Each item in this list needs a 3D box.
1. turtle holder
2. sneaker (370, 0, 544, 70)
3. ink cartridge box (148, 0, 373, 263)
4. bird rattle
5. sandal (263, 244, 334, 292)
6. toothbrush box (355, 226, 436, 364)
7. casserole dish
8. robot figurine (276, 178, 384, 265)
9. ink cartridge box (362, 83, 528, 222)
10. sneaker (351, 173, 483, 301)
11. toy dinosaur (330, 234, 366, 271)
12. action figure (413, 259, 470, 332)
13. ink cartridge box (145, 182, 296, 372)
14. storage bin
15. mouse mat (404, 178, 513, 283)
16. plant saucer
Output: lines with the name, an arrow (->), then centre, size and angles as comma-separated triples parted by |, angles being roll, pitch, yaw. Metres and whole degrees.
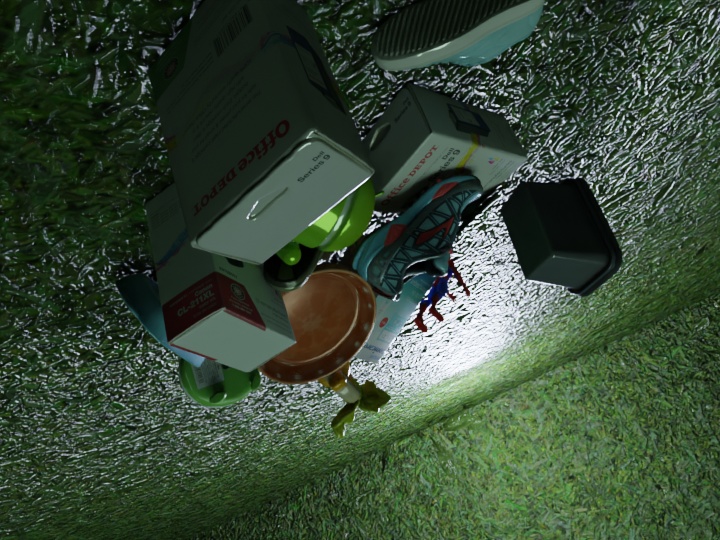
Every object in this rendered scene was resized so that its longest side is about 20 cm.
turtle holder -> -0.250, 0.167, 1.008 | 0.186, 0.141, 0.131 | -50, -169, -32
sneaker -> 0.107, -0.243, 0.579 | 0.196, 0.075, 0.082 | -20, 150, -2
ink cartridge box -> -0.093, -0.132, 0.469 | 0.144, 0.203, 0.087 | -35, 150, 25
bird rattle -> -0.038, 0.167, 0.935 | 0.111, 0.202, 0.164 | -29, 146, 2
sandal -> -0.069, -0.035, 0.731 | 0.078, 0.202, 0.058 | 16, 135, 19
toothbrush box -> 0.027, 0.050, 0.946 | 0.202, 0.085, 0.146 | -54, 148, 3
casserole dish -> -0.281, 0.071, 0.797 | 0.039, 0.121, 0.201 | -40, 155, -10
robot figurine -> -0.068, -0.095, 0.632 | 0.197, 0.116, 0.178 | 21, 107, -25
ink cartridge box -> 0.104, -0.148, 0.732 | 0.197, 0.089, 0.145 | 4, 144, -39
sneaker -> 0.088, -0.037, 0.687 | 0.199, 0.096, 0.079 | -38, 165, -7
toy dinosaur -> 0.000, 0.000, 0.843 | 0.202, 0.135, 0.085 | -54, 156, 15
action figure -> 0.165, 0.051, 1.028 | 0.099, 0.201, 0.065 | 43, 128, -15
ink cartridge box -> -0.172, 0.003, 0.663 | 0.082, 0.203, 0.145 | -30, 149, 14
storage bin -> 0.335, -0.061, 0.963 | 0.131, 0.204, 0.146 | 4, 145, -22
mouse mat -> 0.140, -0.053, 0.822 | 0.200, 0.008, 0.161 | -45, 178, -10
plant saucer -> -0.069, 0.077, 0.786 | 0.196, 0.032, 0.204 | -16, 128, -21
